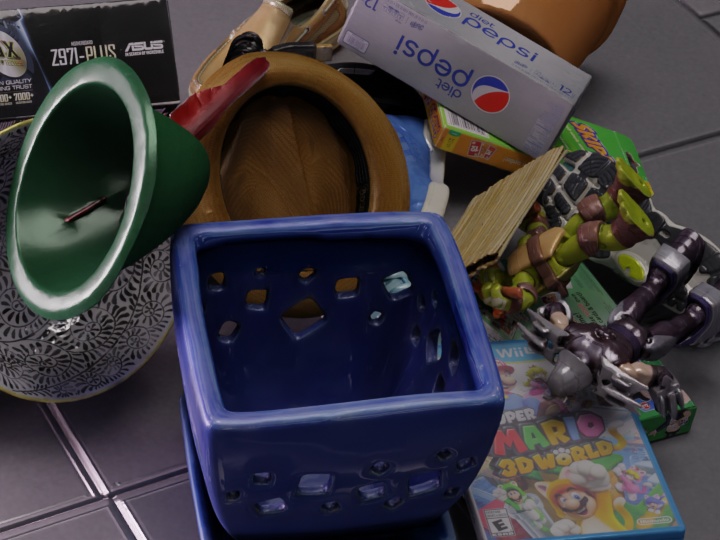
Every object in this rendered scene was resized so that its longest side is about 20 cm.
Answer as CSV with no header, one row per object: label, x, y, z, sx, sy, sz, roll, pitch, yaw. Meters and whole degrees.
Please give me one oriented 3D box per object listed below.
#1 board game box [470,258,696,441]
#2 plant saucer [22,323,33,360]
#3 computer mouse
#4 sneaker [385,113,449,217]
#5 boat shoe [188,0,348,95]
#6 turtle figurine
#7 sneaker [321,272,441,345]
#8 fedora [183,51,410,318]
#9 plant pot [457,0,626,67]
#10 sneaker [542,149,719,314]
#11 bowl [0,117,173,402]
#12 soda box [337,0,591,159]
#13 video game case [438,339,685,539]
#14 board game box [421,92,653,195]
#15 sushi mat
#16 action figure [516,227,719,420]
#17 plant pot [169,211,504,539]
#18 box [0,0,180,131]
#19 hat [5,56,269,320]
board game box,0.147,0.062,1.560,0.134,0.029,0.200,-13,44,-21
plant saucer,-0.340,0.054,1.495,0.199,0.032,0.201,4,41,-3
computer mouse,-0.029,-0.165,1.710,0.199,0.140,0.046,5,70,-12
sneaker,0.013,-0.069,1.656,0.111,0.077,0.200,12,35,-4
boat shoe,-0.082,-0.209,1.812,0.071,0.076,0.200,27,45,20
turtle figurine,0.143,-0.009,1.534,0.065,0.161,0.200,53,25,-11
sneaker,0.000,0.000,1.570,0.074,0.082,0.200,-25,49,-32
fedora,-0.060,-0.059,1.521,0.200,0.082,0.202,5,77,-23
plant pot,0.127,-0.227,1.787,0.199,0.201,0.140,14,52,8
sneaker,0.223,-0.019,1.637,0.078,0.080,0.200,-47,62,3
bowl,-0.231,-0.010,1.461,0.200,0.202,0.094,-21,14,-30
soda box,0.086,-0.174,1.684,0.199,0.064,0.068,30,33,4
video game case,0.133,0.121,1.450,0.142,0.018,0.200,-3,40,-12
board game box,0.149,-0.109,1.724,0.199,0.030,0.096,15,33,-17
sushi mat,0.097,-0.034,1.570,0.012,0.095,0.200,52,33,-10
action figure,0.198,0.050,1.485,0.200,0.070,0.130,-30,62,-37
plant pot,-0.026,0.092,1.379,0.199,0.181,0.200,-3,40,-12
box,-0.241,-0.143,1.611,0.163,0.200,0.087,-6,83,-15
hat,-0.120,-0.051,1.386,0.175,0.201,0.165,14,11,-41
